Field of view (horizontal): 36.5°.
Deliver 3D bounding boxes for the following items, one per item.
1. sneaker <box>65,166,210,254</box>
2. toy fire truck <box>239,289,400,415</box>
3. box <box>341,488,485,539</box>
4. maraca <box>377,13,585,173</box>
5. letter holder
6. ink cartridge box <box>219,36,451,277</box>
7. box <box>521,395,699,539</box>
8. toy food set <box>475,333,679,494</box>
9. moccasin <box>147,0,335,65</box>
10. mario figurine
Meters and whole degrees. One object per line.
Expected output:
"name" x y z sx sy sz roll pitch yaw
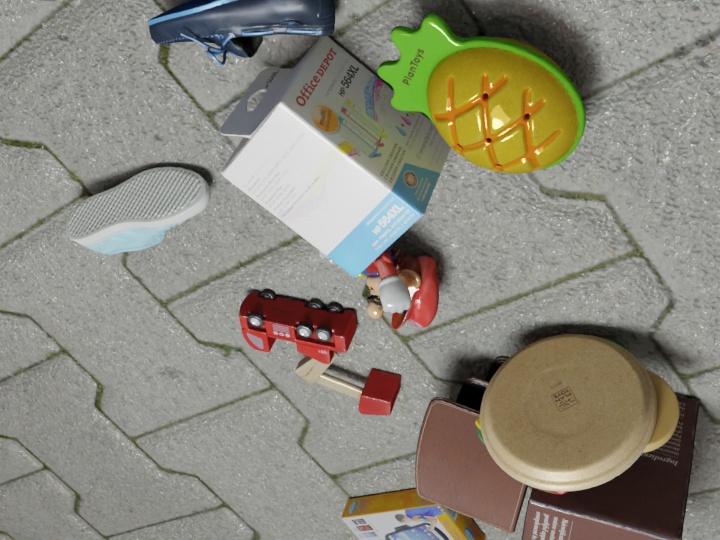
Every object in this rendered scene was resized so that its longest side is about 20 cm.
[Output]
"sneaker" -0.251 -0.067 1.300 0.198 0.075 0.082 -11 156 26
"toy fire truck" -0.051 0.104 1.368 0.197 0.049 0.142 10 134 16
"box" 0.066 0.372 1.572 0.198 0.042 0.119 -18 121 34
"maraca" 0.111 -0.160 1.004 0.198 0.108 0.138 26 137 1
"letter holder" 0.148 0.205 1.336 0.140 0.101 0.202 17 135 12
"ink cartridge box" -0.031 -0.121 1.090 0.199 0.129 0.125 37 135 -13
"box" 0.282 0.253 1.247 0.162 0.201 0.167 13 134 13
"toy food set" 0.225 0.150 1.180 0.198 0.199 0.049 42 166 41
"moccasin" -0.118 -0.235 1.055 0.198 0.081 0.069 -4 118 29
"mario figurine" 0.000 0.000 1.200 0.200 0.124 0.106 41 125 -12
